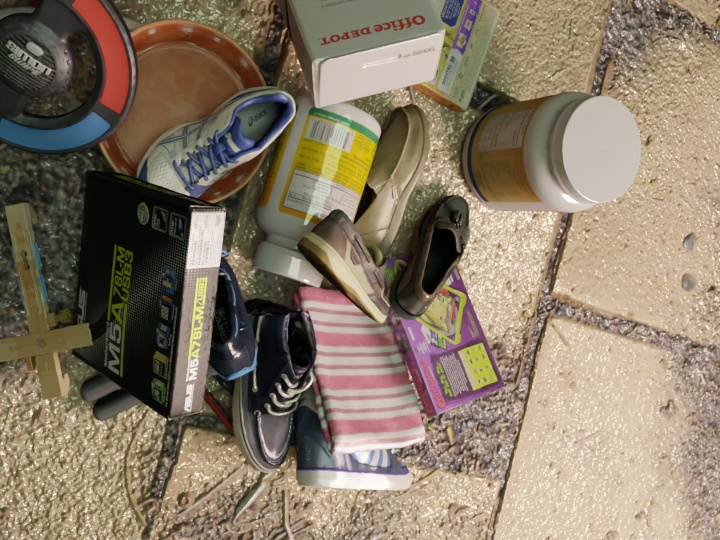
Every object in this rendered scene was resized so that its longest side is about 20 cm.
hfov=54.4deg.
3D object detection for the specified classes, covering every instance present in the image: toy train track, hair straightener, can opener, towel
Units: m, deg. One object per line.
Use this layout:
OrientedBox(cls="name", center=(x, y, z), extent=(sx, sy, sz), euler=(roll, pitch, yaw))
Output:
OrientedBox(cls="toy train track", center=(-0.333, 0.031, 0.733), extent=(0.113, 0.033, 0.203), euler=(-10, 93, 12))
OrientedBox(cls="hair straightener", center=(-0.171, 0.108, 0.823), extent=(0.077, 0.041, 0.201), euler=(-41, 106, -17))
OrientedBox(cls="can opener", center=(-0.208, 0.104, 0.757), extent=(0.198, 0.067, 0.053), euler=(-24, 106, 3))
OrientedBox(cls="towel", center=(0.001, 0.114, 0.840), extent=(0.145, 0.030, 0.202), euler=(3, 63, -40))

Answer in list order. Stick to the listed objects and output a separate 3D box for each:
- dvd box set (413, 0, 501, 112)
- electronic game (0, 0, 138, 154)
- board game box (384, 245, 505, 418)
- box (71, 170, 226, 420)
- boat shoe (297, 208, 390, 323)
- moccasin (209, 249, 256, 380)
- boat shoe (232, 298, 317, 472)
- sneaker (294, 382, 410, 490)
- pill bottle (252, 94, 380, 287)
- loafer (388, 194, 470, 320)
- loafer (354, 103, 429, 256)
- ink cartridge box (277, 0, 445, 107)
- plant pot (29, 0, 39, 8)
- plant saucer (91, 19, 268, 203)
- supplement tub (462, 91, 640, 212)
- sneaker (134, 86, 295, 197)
OrientedBox(cls="dvd box set", center=(0.078, -0.314, 0.899), extent=(0.198, 0.029, 0.148), euler=(21, 85, -26))
OrientedBox(cls="electronic game", center=(-0.314, -0.203, 0.669), extent=(0.197, 0.042, 0.202), euler=(-1, 126, -1))
OrientedBox(cls="board game box", center=(0.099, 0.073, 0.897), extent=(0.119, 0.032, 0.202), euler=(-11, 75, -37))
OrientedBox(cls="box", center=(-0.215, 0.016, 0.689), extent=(0.047, 0.192, 0.202), euler=(-5, 109, -50))
OrientedBox(cls="boat shoe", center=(0.000, 0.000, 0.777), extent=(0.065, 0.073, 0.200), euler=(-49, 152, -5))
OrientedBox(cls="moccasin", center=(-0.157, 0.017, 0.734), extent=(0.080, 0.200, 0.069), euler=(-30, 146, -14))
OrientedBox(cls="boat shoe", center=(-0.093, 0.134, 0.789), extent=(0.074, 0.092, 0.203), euler=(-10, 96, -43))
OrientedBox(cls="sneaker", center=(-0.003, 0.198, 0.884), extent=(0.199, 0.080, 0.148), euler=(20, 65, -46))
OrientedBox(cls="pill bottle", center=(-0.056, -0.089, 0.813), extent=(0.112, 0.113, 0.202), euler=(19, 86, -25))
OrientedBox(cls="loafer", center=(0.103, -0.024, 0.887), extent=(0.072, 0.063, 0.201), euler=(36, 57, -11))
OrientedBox(cls="loafer", center=(0.028, -0.115, 0.870), extent=(0.067, 0.076, 0.202), euler=(17, 88, -32))
OrientedBox(cls="ink cartridge box", center=(-0.012, -0.294, 0.765), extent=(0.144, 0.084, 0.202), euler=(-15, 70, -9))
OrientedBox(cls="plant pot", center=(-0.238, -0.385, 0.663), extent=(0.198, 0.176, 0.202), euler=(-19, 102, -23))
OrientedBox(cls="plant saucer", center=(-0.197, -0.173, 0.783), extent=(0.198, 0.032, 0.203), euler=(-3, 97, -26))
OrientedBox(cls="supplement tub", center=(0.239, -0.148, 0.898), extent=(0.143, 0.200, 0.147), euler=(-3, 96, -25))
OrientedBox(cls="sneaker", center=(-0.155, -0.134, 0.741), extent=(0.200, 0.088, 0.076), euler=(-44, 113, -14))
